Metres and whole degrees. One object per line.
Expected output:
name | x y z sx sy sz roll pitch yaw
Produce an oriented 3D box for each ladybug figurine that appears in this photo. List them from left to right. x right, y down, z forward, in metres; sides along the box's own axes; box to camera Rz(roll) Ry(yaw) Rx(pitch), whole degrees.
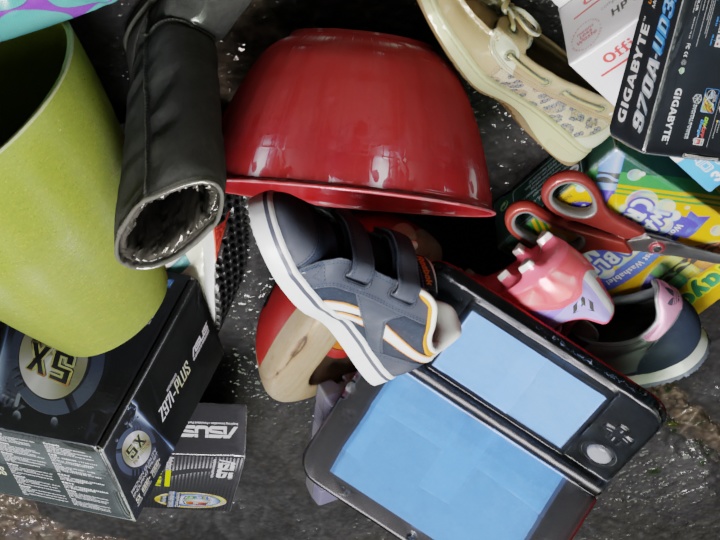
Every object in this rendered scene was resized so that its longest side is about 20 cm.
ladybug figurine | -0.015 0.021 1.419 0.136 0.072 0.200 -20 157 -45

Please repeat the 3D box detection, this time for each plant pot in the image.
plant pot | -0.218 -0.041 1.282 0.187 0.187 0.200 -20 129 18

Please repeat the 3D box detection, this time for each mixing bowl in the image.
mixing bowl | -0.004 -0.098 1.263 0.200 0.108 0.200 6 179 0

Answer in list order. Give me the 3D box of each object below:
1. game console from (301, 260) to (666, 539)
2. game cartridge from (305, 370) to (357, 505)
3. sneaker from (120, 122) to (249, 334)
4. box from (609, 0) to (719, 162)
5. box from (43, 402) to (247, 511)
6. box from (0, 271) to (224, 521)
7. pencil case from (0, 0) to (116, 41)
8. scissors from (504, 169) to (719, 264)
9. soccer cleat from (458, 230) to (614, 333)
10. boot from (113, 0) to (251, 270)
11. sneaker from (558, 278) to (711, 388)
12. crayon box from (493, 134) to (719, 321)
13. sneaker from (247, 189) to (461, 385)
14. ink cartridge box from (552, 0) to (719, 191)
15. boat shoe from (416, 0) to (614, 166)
game console | 0.085 0.119 1.359 0.200 0.119 0.172 33 145 1
game cartridge | 0.055 0.111 1.502 0.200 0.038 0.130 -17 136 -22
sneaker | -0.139 -0.035 1.396 0.093 0.070 0.200 12 139 12
box | 0.254 -0.164 1.191 0.159 0.046 0.200 3 109 -26
box | -0.176 0.149 1.527 0.160 0.044 0.200 4 161 -7
box | -0.226 0.077 1.385 0.200 0.164 0.086 9 140 23
pencil case | -0.254 -0.184 1.217 0.200 0.085 0.092 -17 134 16
scissors | 0.198 -0.018 1.376 0.200 0.014 0.073 23 128 -23
soccer cleat | 0.105 0.031 1.397 0.076 0.067 0.200 45 147 -10
boot | -0.102 -0.123 1.199 0.073 0.200 0.182 22 130 -18
sneaker | 0.152 0.058 1.419 0.200 0.070 0.082 -22 130 14
crayon box | 0.215 -0.024 1.414 0.200 0.052 0.126 28 128 -27
sneaker | 0.000 0.000 1.256 0.079 0.078 0.200 -24 142 14
ink cartridge box | 0.213 -0.154 1.269 0.115 0.068 0.200 -35 126 27
boat shoe | 0.107 -0.147 1.279 0.063 0.073 0.200 -34 135 21
